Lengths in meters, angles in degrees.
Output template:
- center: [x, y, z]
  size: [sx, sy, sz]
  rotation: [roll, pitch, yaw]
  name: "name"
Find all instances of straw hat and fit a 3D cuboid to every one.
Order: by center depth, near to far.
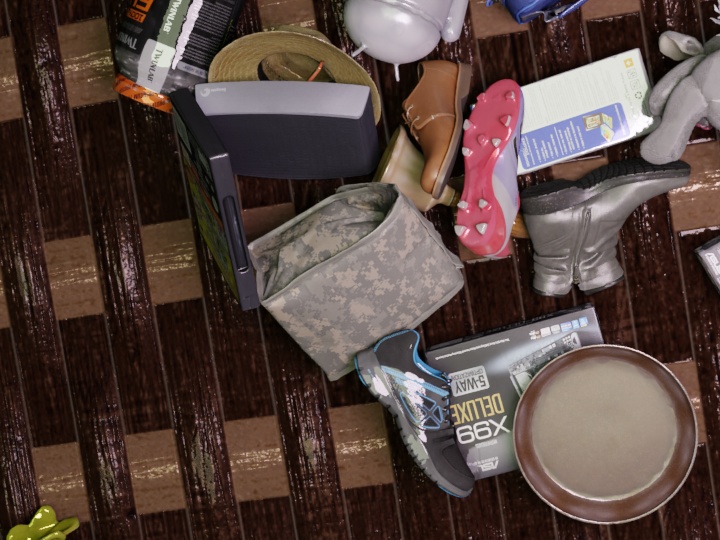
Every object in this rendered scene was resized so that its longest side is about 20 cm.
- center: [-0.069, -0.230, 1.469]
  size: [0.200, 0.201, 0.085]
  rotation: [3, 56, 8]
  name: "straw hat"

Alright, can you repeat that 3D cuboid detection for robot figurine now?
- center: [0.050, -0.316, 1.427]
  size: [0.169, 0.113, 0.201]
  rotation: [22, 86, -25]
  name: "robot figurine"

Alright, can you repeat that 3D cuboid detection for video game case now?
- center: [-0.158, -0.080, 1.398]
  size: [0.025, 0.200, 0.181]
  rotation: [-16, 121, -13]
  name: "video game case"

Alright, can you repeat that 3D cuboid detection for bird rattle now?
- center: [-0.374, 0.401, 1.570]
  size: [0.162, 0.113, 0.201]
  rotation: [14, 100, -9]
  name: "bird rattle"

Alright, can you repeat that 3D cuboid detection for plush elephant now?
- center: [0.396, -0.199, 1.384]
  size: [0.164, 0.155, 0.201]
  rotation: [7, 104, 17]
  name: "plush elephant"

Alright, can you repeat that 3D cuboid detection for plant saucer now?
- center: [0.268, 0.178, 1.420]
  size: [0.199, 0.032, 0.201]
  rotation: [1, 96, 7]
  name: "plant saucer"

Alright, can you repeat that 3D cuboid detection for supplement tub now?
- center: [-0.205, -0.284, 1.472]
  size: [0.122, 0.123, 0.201]
  rotation: [22, 97, 6]
  name: "supplement tub"

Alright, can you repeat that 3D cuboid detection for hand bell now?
- center: [0.114, -0.078, 1.473]
  size: [0.199, 0.104, 0.105]
  rotation: [23, 98, -7]
  name: "hand bell"

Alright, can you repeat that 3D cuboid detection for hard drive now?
- center: [-0.082, -0.156, 1.463]
  size: [0.199, 0.135, 0.042]
  rotation: [2, 54, 9]
  name: "hard drive"

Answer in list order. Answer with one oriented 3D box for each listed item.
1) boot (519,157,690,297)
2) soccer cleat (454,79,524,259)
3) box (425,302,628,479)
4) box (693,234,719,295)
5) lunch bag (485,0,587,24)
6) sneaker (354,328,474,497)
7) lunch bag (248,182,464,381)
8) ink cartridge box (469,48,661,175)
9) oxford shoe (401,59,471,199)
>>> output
- center: [0.280, -0.048, 1.457]
  size: [0.199, 0.068, 0.131]
  rotation: [-14, 108, 3]
  name: "boot"
- center: [0.150, -0.111, 1.430]
  size: [0.066, 0.076, 0.201]
  rotation: [0, 71, 35]
  name: "soccer cleat"
- center: [0.190, 0.140, 1.476]
  size: [0.199, 0.050, 0.158]
  rotation: [-15, 93, 9]
  name: "box"
- center: [0.489, 0.025, 1.429]
  size: [0.157, 0.050, 0.201]
  rotation: [-31, 90, 9]
  name: "box"
- center: [0.215, -0.351, 1.396]
  size: [0.200, 0.136, 0.133]
  rotation: [-33, 89, 10]
  name: "lunch bag"
- center: [0.077, 0.159, 1.427]
  size: [0.082, 0.073, 0.200]
  rotation: [-34, 96, 4]
  name: "sneaker"
- center: [0.000, 0.000, 1.439]
  size: [0.199, 0.118, 0.164]
  rotation: [-30, 131, 11]
  name: "lunch bag"
- center: [0.232, -0.174, 1.459]
  size: [0.199, 0.037, 0.095]
  rotation: [-18, 92, 8]
  name: "ink cartridge box"
- center: [0.077, -0.156, 1.419]
  size: [0.071, 0.201, 0.071]
  rotation: [12, 138, -4]
  name: "oxford shoe"
